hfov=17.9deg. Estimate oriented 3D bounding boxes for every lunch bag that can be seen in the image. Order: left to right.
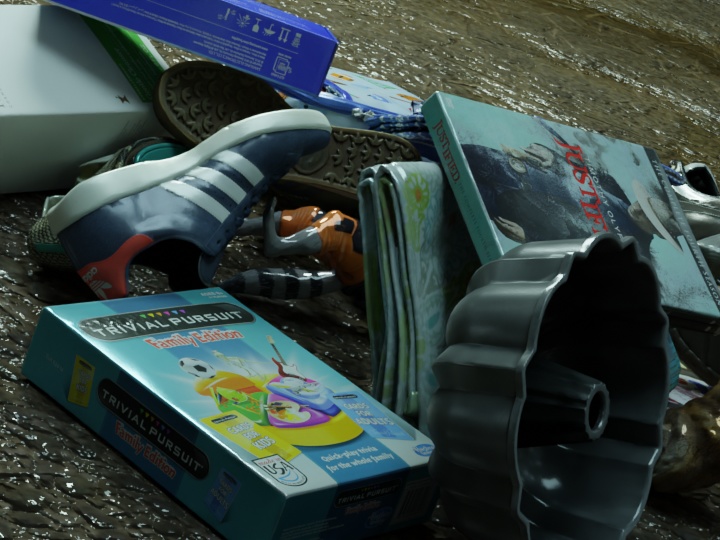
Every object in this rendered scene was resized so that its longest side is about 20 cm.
[{"bbox_3d":[-0.020,-0.114,1.751,0.160,0.076,0.200,13,9,-28],"label":"lunch bag"}]

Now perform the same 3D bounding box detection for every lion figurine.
[{"bbox_3d":[0.255,0.062,1.460,0.073,0.200,0.122,48,-25,-9],"label":"lion figurine"}]

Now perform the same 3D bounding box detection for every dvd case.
[{"bbox_3d":[0.136,-0.034,1.431,0.199,0.022,0.147,13,45,-40],"label":"dvd case"}]

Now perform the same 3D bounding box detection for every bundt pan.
[{"bbox_3d":[0.101,0.075,1.291,0.075,0.203,0.202,7,11,32],"label":"bundt pan"}]

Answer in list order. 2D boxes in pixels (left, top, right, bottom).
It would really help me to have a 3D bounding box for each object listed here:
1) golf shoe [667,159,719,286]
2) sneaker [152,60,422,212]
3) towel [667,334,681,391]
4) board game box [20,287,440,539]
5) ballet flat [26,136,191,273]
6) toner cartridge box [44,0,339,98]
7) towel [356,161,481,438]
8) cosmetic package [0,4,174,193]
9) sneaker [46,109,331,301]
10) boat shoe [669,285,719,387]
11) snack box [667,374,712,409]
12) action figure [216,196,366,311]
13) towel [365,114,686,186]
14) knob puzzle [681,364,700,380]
[{"bbox_3d":[0.229,-0.044,1.756,0.078,0.095,0.200,37,-4,-39],"label":"golf shoe"},{"bbox_3d":[-0.061,-0.084,1.602,0.199,0.067,0.090,19,-15,-18],"label":"sneaker"},{"bbox_3d":[0.150,0.043,1.459,0.022,0.147,0.200,-9,15,30],"label":"towel"},{"bbox_3d":[-0.069,0.081,1.293,0.200,0.047,0.151,35,24,31],"label":"board game box"},{"bbox_3d":[-0.167,-0.045,1.505,0.075,0.068,0.200,-1,17,16],"label":"ballet flat"},{"bbox_3d":[-0.118,-0.175,1.564,0.199,0.043,0.095,19,8,-9],"label":"toner cartridge box"},{"bbox_3d":[0.078,0.018,1.433,0.048,0.172,0.199,-5,-3,42],"label":"towel"},{"bbox_3d":[-0.222,-0.116,1.553,0.108,0.085,0.200,52,31,19],"label":"cosmetic package"},{"bbox_3d":[-0.093,-0.035,1.413,0.199,0.075,0.085,-24,85,-28],"label":"sneaker"},{"bbox_3d":[0.296,0.068,1.612,0.199,0.072,0.076,27,3,-3],"label":"boat shoe"},{"bbox_3d":[0.246,0.102,1.585,0.199,0.024,0.072,17,19,-13],"label":"snack box"},{"bbox_3d":[0.000,0.000,1.554,0.193,0.105,0.200,22,-10,-17],"label":"action figure"},{"bbox_3d":[0.110,-0.080,1.605,0.144,0.024,0.200,16,-5,-34],"label":"towel"},{"bbox_3d":[0.260,0.035,1.759,0.219,0.031,0.220,18,20,-7],"label":"knob puzzle"}]
